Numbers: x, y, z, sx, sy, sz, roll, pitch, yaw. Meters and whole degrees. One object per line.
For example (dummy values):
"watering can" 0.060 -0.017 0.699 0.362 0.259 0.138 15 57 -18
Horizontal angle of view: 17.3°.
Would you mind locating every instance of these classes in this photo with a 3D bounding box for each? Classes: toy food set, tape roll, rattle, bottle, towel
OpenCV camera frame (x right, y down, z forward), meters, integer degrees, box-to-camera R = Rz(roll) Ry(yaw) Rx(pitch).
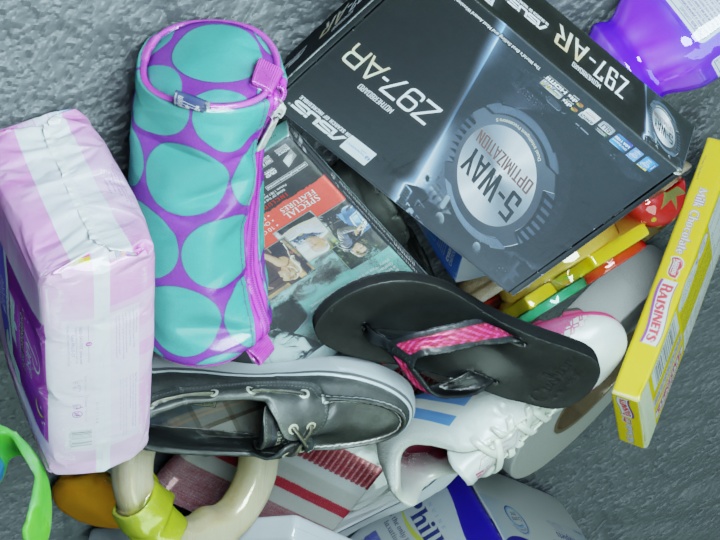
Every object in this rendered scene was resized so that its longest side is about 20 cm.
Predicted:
"toy food set" 0.144 -0.013 1.613 0.197 0.049 0.200 -32 179 -13
"tape roll" 0.166 0.068 1.750 0.203 0.037 0.203 -44 164 -16
"rattle" -0.117 0.090 1.614 0.130 0.143 0.201 17 86 -20
"bottle" 0.210 -0.160 1.514 0.200 0.084 0.065 -37 147 6
"towel" -0.037 0.108 1.671 0.144 0.023 0.200 28 110 -31

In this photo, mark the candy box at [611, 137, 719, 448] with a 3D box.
"candy box" 0.222 0.016 1.654 0.102 0.026 0.201 71 39 -67

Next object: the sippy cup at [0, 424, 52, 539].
"sippy cup" -0.286 0.157 1.435 0.139 0.131 0.177 26 140 -35

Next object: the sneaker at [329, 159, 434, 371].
"sneaker" 0.000 0.000 1.566 0.090 0.076 0.200 -24 132 4

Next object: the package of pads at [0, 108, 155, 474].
"package of pads" -0.170 0.016 1.397 0.075 0.121 0.201 -14 142 -17

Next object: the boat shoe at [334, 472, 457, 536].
"boat shoe" 0.004 0.148 1.753 0.200 0.074 0.065 -37 150 5

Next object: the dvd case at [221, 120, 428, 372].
"dvd case" -0.046 0.009 1.501 0.146 0.022 0.200 -32 125 16

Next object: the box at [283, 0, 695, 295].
"box" 0.069 -0.092 1.381 0.200 0.044 0.160 39 135 -15

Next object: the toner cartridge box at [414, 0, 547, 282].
"toner cartridge box" 0.075 -0.095 1.478 0.043 0.095 0.201 -13 142 -23

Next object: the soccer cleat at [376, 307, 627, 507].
"soccer cleat" 0.099 0.100 1.612 0.199 0.087 0.070 -29 130 25

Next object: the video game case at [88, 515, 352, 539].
"video game case" -0.066 0.215 1.707 0.199 0.022 0.182 -8 154 39

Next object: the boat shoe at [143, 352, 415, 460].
"boat shoe" -0.060 0.095 1.518 0.199 0.057 0.069 4 128 -13

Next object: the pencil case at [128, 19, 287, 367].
"pencil case" -0.089 -0.042 1.385 0.085 0.092 0.201 -51 153 -46

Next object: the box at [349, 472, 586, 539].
"box" 0.072 0.265 1.930 0.200 0.105 0.184 -42 145 16

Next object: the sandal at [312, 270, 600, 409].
"sandal" 0.066 0.053 1.509 0.199 0.045 0.075 17 131 -19
